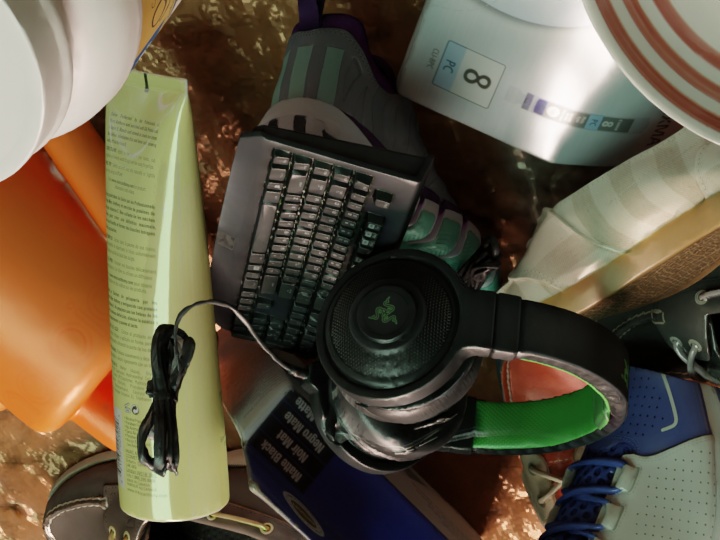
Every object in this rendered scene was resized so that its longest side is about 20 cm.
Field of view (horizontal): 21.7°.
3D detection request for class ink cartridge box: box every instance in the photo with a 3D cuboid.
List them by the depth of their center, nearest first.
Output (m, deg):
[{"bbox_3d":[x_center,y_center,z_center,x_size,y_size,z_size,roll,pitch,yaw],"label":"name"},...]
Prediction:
[{"bbox_3d":[0.128,-0.096,0.738,0.200,0.047,0.160,26,137,4],"label":"ink cartridge box"},{"bbox_3d":[0.011,0.118,0.908,0.041,0.200,0.200,-44,109,2],"label":"ink cartridge box"}]

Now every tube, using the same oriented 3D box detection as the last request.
[{"bbox_3d":[-0.088,0.010,0.834,0.058,0.052,0.200,0,103,16],"label":"tube"}]

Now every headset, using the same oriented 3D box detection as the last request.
[{"bbox_3d":[0.011,0.053,0.778,0.200,0.094,0.124,8,155,-1],"label":"headset"}]

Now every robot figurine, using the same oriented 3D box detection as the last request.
[{"bbox_3d":[-0.164,-0.003,0.912,0.200,0.117,0.144,40,157,-4],"label":"robot figurine"}]

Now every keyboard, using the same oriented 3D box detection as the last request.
[{"bbox_3d":[0.000,0.000,0.804,0.127,0.021,0.200,11,156,-4],"label":"keyboard"}]

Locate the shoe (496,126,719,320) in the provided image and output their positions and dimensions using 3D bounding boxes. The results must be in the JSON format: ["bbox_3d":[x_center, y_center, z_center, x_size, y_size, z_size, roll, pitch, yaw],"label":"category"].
[{"bbox_3d":[0.117,-0.019,0.776,0.200,0.070,0.053,-34,71,51],"label":"shoe"}]

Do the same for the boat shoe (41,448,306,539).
[{"bbox_3d":[-0.107,0.145,1.067,0.200,0.060,0.072,-7,128,30],"label":"boat shoe"}]

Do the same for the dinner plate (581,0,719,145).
[{"bbox_3d":[0.171,-0.134,0.658,0.200,0.024,0.200,1,111,3],"label":"dinner plate"}]

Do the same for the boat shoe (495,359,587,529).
[{"bbox_3d":[0.113,0.106,0.925,0.071,0.063,0.200,-5,127,31],"label":"boat shoe"}]

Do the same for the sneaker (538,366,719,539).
[{"bbox_3d":[0.096,0.135,0.811,0.115,0.200,0.081,13,168,-26],"label":"sneaker"}]

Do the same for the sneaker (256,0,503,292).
[{"bbox_3d":[0.019,-0.042,0.836,0.074,0.088,0.200,-2,154,22],"label":"sneaker"}]

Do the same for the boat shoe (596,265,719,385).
[{"bbox_3d":[0.181,0.020,0.807,0.200,0.057,0.067,-19,134,39],"label":"boat shoe"}]

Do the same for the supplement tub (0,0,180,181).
[{"bbox_3d":[-0.131,-0.139,0.710,0.144,0.200,0.145,13,135,14],"label":"supplement tub"}]
